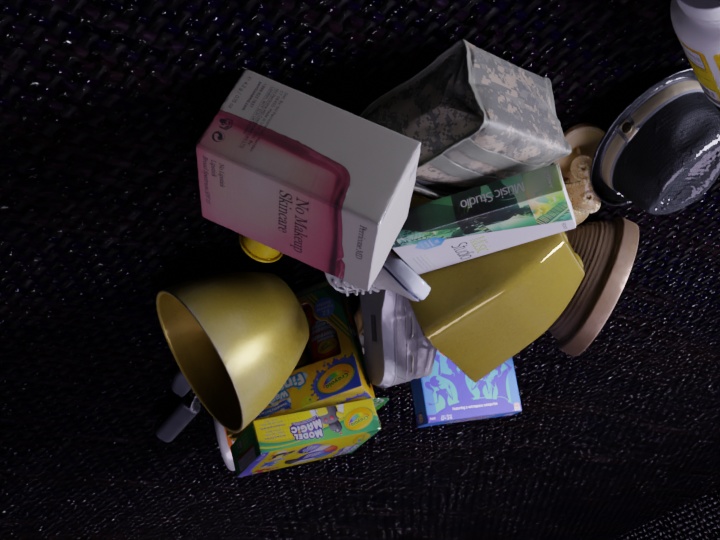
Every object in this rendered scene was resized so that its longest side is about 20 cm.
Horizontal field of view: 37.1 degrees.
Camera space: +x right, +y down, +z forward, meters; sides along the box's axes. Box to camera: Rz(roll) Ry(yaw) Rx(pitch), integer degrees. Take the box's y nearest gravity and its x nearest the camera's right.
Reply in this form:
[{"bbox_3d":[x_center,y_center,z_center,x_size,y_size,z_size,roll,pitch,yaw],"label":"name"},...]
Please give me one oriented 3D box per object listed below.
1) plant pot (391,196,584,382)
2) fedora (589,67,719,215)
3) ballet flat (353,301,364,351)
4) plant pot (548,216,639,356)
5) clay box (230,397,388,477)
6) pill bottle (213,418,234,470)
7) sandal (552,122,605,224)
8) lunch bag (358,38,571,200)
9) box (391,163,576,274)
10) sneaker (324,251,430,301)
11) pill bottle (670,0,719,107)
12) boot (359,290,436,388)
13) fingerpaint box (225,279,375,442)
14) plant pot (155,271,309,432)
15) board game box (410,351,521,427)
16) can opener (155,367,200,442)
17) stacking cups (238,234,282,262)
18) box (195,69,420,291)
[{"bbox_3d":[0.162,-0.013,1.344,0.198,0.197,0.195,-30,149,13],"label":"plant pot"},{"bbox_3d":[0.373,-0.137,1.277,0.197,0.092,0.203,-20,142,-17],"label":"fedora"},{"bbox_3d":[0.011,0.084,1.538,0.068,0.063,0.201,-36,164,-36],"label":"ballet flat"},{"bbox_3d":[0.298,0.007,1.489,0.091,0.203,0.202,25,144,0],"label":"plant pot"},{"bbox_3d":[-0.061,0.217,1.406,0.196,0.048,0.115,-7,158,-26],"label":"clay box"},{"bbox_3d":[-0.125,0.234,1.690,0.196,0.116,0.115,-16,152,-2],"label":"pill bottle"},{"bbox_3d":[0.287,-0.098,1.371,0.076,0.071,0.213,-14,151,-4],"label":"sandal"},{"bbox_3d":[0.096,-0.137,1.163,0.198,0.120,0.162,-29,154,37],"label":"lunch bag"},{"bbox_3d":[0.135,-0.053,1.186,0.196,0.037,0.144,-18,162,13],"label":"box"},{"bbox_3d":[0.000,0.000,1.263,0.071,0.199,0.073,-56,137,-4],"label":"sneaker"},{"bbox_3d":[0.385,-0.255,1.105,0.111,0.114,0.199,-27,150,19],"label":"pill bottle"},{"bbox_3d":[0.055,0.050,1.427,0.094,0.204,0.073,-7,-165,-31],"label":"boot"},{"bbox_3d":[-0.097,0.126,1.464,0.197,0.169,0.073,-20,152,9],"label":"fingerpaint box"},{"bbox_3d":[-0.150,0.081,1.368,0.141,0.201,0.201,-31,158,-25],"label":"plant pot"},{"bbox_3d":[0.138,0.111,1.519,0.149,0.204,0.045,-5,165,-21],"label":"board game box"},{"bbox_3d":[-0.271,0.189,1.623,0.066,0.054,0.200,32,134,-13],"label":"can opener"},{"bbox_3d":[-0.081,-0.090,1.212,0.059,0.061,0.201,0,145,-27],"label":"stacking cups"},{"bbox_3d":[-0.053,-0.089,1.073,0.197,0.110,0.129,24,150,9],"label":"box"}]
